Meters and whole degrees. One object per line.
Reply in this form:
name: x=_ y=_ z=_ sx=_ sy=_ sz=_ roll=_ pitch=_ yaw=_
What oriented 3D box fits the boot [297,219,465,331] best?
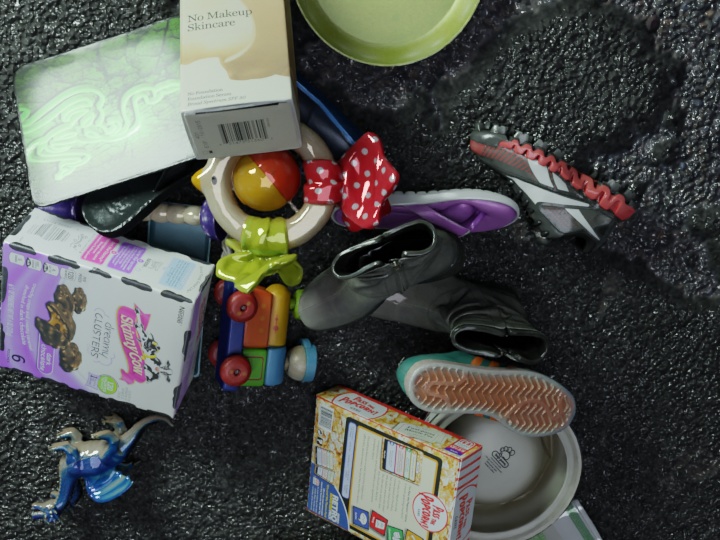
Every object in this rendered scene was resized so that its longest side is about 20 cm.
boot: x=0.000 y=0.000 z=0.929 sx=0.199 sy=0.131 sz=0.068 roll=-25 pitch=75 yaw=20

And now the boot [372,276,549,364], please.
boot: x=0.095 y=0.045 z=0.996 sx=0.199 sy=0.131 sz=0.068 roll=8 pitch=106 yaw=-6

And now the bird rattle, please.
bird rattle: x=-0.069 y=-0.074 z=0.893 sx=0.200 sy=0.113 sz=0.163 roll=-41 pitch=95 yaw=13

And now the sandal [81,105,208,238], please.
sandal: x=-0.199 y=-0.117 z=0.939 sx=0.075 sy=0.048 sz=0.201 roll=35 pitch=75 yaw=19

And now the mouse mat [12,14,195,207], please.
mouse mat: x=-0.249 y=-0.161 z=0.935 sx=0.199 sy=0.008 sz=0.162 roll=-17 pitch=74 yaw=7

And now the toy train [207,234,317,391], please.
toy train: x=-0.097 y=0.030 z=1.024 sx=0.115 sy=0.085 sz=0.201 roll=3 pitch=100 yaw=-21

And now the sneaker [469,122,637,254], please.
sneaker: x=0.194 y=-0.084 z=1.000 sx=0.200 sy=0.071 sz=0.098 roll=27 pitch=102 yaw=-12

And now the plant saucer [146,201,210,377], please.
plant saucer: x=-0.206 y=0.021 z=1.039 sx=0.070 sy=0.019 sz=0.201 roll=6 pitch=108 yaw=-5

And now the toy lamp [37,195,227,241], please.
toy lamp: x=-0.239 y=-0.062 z=0.976 sx=0.199 sy=0.058 sz=0.059 roll=4 pitch=108 yaw=12

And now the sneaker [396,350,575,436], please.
sneaker: x=0.133 y=0.122 z=0.998 sx=0.199 sy=0.080 sz=0.072 roll=15 pitch=100 yaw=-17

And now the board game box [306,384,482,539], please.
board game box: x=0.032 y=0.234 z=1.042 sx=0.199 sy=0.046 sz=0.152 roll=19 pitch=112 yaw=35

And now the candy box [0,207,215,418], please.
candy box: x=-0.268 y=0.048 z=0.979 sx=0.199 sy=0.072 sz=0.168 roll=17 pitch=124 yaw=0

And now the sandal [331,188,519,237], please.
sandal: x=0.068 y=-0.049 z=0.999 sx=0.201 sy=0.083 sz=0.050 roll=1 pitch=68 yaw=6

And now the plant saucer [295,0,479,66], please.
plant saucer: x=0.027 y=-0.309 z=0.942 sx=0.199 sy=0.031 sz=0.201 roll=-1 pitch=107 yaw=-3

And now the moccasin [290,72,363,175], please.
moccasin: x=-0.057 y=-0.150 z=0.972 sx=0.200 sy=0.080 sz=0.068 roll=44 pitch=104 yaw=0

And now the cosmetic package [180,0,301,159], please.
cosmetic package: x=-0.114 y=-0.209 z=0.880 sx=0.105 sy=0.201 sz=0.071 roll=-8 pitch=149 yaw=-1

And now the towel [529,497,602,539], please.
towel: x=0.218 y=0.385 z=1.176 sx=0.199 sy=0.031 sz=0.150 roll=-31 pitch=104 yaw=9

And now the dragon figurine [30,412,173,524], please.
dragon figurine: x=-0.292 y=0.225 z=1.076 sx=0.199 sy=0.059 sz=0.100 roll=-19 pitch=108 yaw=3

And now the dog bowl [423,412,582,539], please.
dog bowl: x=0.152 y=0.218 z=1.092 sx=0.199 sy=0.074 sz=0.201 roll=-1 pitch=107 yaw=-3
